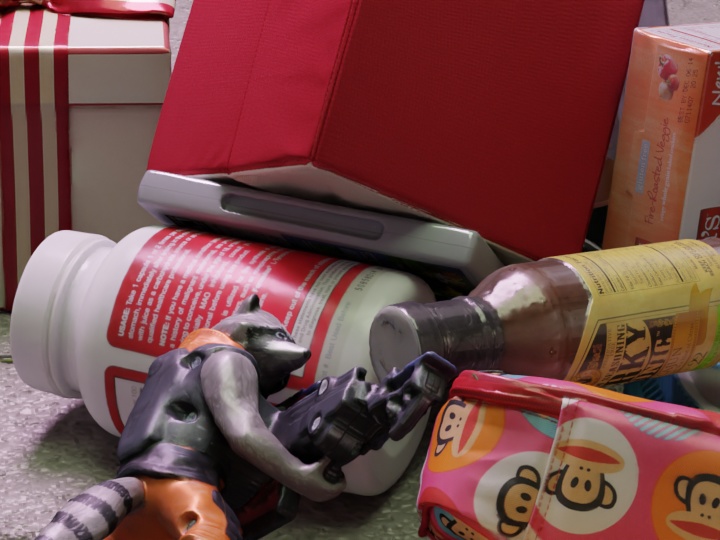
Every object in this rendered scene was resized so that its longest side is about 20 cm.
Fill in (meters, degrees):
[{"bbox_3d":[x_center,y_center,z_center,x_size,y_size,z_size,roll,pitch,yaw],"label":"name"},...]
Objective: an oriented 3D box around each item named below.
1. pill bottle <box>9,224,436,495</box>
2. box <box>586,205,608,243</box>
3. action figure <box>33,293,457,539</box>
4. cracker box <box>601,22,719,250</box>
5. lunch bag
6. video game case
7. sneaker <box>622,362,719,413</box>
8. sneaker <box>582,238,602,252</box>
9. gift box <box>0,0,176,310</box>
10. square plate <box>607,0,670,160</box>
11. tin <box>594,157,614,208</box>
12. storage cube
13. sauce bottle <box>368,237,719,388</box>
[{"bbox_3d":[-0.069,0.039,1.007,0.199,0.113,0.112,12,26,20],"label":"pill bottle"},{"bbox_3d":[0.152,-0.068,1.352,0.200,0.036,0.144,17,28,32],"label":"box"},{"bbox_3d":[-0.061,0.078,0.847,0.105,0.200,0.194,41,38,-15],"label":"action figure"},{"bbox_3d":[0.223,-0.062,1.061,0.200,0.134,0.058,-8,23,-37],"label":"cracker box"},{"bbox_3d":[0.123,0.108,0.839,0.199,0.082,0.176,16,-12,5],"label":"lunch bag"},{"bbox_3d":[0.000,0.000,1.069,0.182,0.022,0.200,11,-13,20],"label":"video game case"},{"bbox_3d":[0.187,0.072,1.012,0.081,0.077,0.200,6,29,-12],"label":"sneaker"},{"bbox_3d":[0.078,-0.018,1.193,0.199,0.075,0.115,11,23,21],"label":"sneaker"},{"bbox_3d":[-0.204,-0.098,1.213,0.184,0.187,0.200,-3,26,-11],"label":"gift box"},{"bbox_3d":[0.099,-0.152,1.174,0.200,0.198,0.028,29,58,38],"label":"square plate"},{"bbox_3d":[0.128,-0.091,1.301,0.112,0.042,0.200,11,24,16],"label":"tin"},{"bbox_3d":[0.017,-0.106,1.044,0.200,0.180,0.171,21,-13,-33],"label":"storage cube"},{"bbox_3d":[0.095,0.025,0.918,0.200,0.065,0.065,-8,26,-32],"label":"sauce bottle"}]
